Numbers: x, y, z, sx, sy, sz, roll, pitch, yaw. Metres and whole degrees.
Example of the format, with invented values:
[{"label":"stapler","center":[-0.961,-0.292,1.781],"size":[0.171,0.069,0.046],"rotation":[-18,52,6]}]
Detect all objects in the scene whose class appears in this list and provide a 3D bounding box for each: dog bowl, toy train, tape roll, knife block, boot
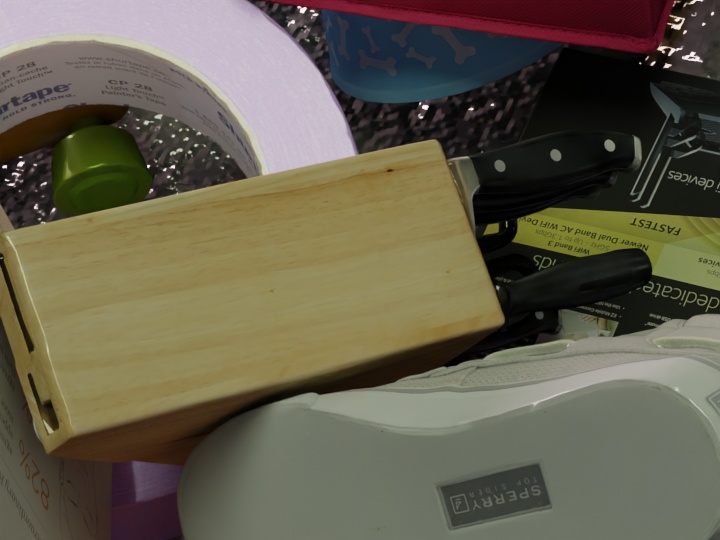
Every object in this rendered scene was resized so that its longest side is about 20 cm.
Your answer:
[{"label":"dog bowl","center":[0.067,-0.137,1.093],"size":[0.200,0.050,0.111],"rotation":[-35,30,-21]},{"label":"toy train","center":[-0.104,-0.072,1.097],"size":[0.200,0.085,0.116],"rotation":[-19,62,-2]},{"label":"tape roll","center":[-0.096,-0.007,1.008],"size":[0.200,0.066,0.200],"rotation":[0,73,1]},{"label":"knife block","center":[0.000,0.000,0.881],"size":[0.175,0.200,0.064],"rotation":[-23,79,12]},{"label":"boot","center":[0.048,0.057,0.842],"size":[0.200,0.074,0.096],"rotation":[-8,5,37]}]

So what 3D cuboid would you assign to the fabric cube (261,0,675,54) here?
[{"label":"fabric cube","center":[0.030,-0.223,0.990],"size":[0.196,0.199,0.200],"rotation":[8,50,18]}]

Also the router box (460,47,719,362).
[{"label":"router box","center":[0.135,0.015,0.991],"size":[0.200,0.052,0.157],"rotation":[15,58,22]}]

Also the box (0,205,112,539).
[{"label":"box","center":[-0.145,0.083,0.835],"size":[0.106,0.152,0.200],"rotation":[-11,49,10]}]
